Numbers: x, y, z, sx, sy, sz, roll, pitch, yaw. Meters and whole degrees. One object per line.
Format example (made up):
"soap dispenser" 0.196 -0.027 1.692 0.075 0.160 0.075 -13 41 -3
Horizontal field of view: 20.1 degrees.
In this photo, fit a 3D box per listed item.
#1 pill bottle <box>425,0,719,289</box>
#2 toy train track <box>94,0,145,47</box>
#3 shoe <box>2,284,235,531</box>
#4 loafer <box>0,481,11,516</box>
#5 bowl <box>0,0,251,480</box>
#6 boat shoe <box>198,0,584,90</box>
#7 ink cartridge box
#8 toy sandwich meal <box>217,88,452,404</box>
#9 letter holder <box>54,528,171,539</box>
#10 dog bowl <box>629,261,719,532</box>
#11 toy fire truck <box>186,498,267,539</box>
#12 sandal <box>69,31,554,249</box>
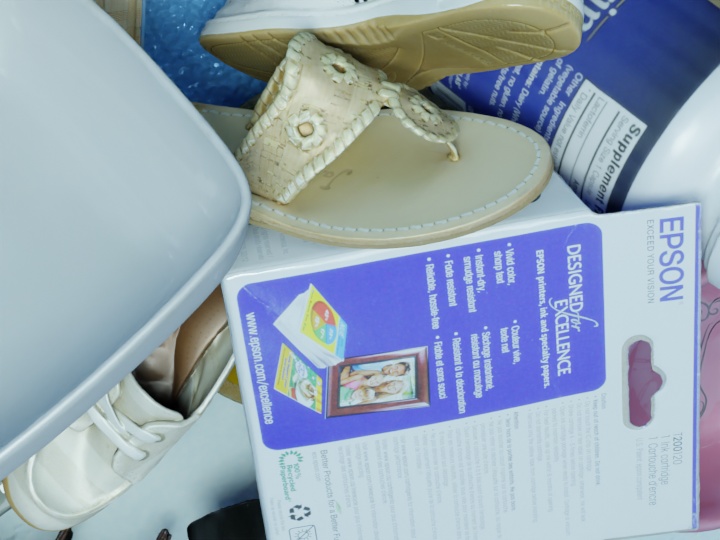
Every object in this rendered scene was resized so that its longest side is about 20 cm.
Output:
"pill bottle" 0.121 -0.079 0.881 0.116 0.200 0.116 -42 159 -21
"toy train track" -0.100 -0.108 0.854 0.114 0.033 0.201 -11 135 -20
"shoe" -0.089 0.029 0.886 0.070 0.053 0.200 36 87 -14
"loafer" -0.183 0.079 0.933 0.199 0.075 0.070 -28 109 -10
"bowl" -0.161 -0.014 0.787 0.200 0.200 0.075 -41 162 -13
"boat shoe" 0.015 -0.117 0.840 0.071 0.199 0.070 24 71 -44
"ink cartridge box" 0.048 0.051 0.882 0.199 0.044 0.199 -8 130 -2
"toy sandwich meal" 0.000 0.000 0.962 0.204 0.070 0.206 -11 121 -18
"letter holder" -0.176 0.216 0.994 0.100 0.142 0.201 22 117 1
"dog bowl" 0.180 0.050 1.068 0.199 0.074 0.201 -11 121 -19
"toy fire truck" 0.009 0.177 1.046 0.175 0.129 0.200 -19 167 -5
"sandal" -0.031 -0.061 0.814 0.210 0.078 0.070 3 137 18
